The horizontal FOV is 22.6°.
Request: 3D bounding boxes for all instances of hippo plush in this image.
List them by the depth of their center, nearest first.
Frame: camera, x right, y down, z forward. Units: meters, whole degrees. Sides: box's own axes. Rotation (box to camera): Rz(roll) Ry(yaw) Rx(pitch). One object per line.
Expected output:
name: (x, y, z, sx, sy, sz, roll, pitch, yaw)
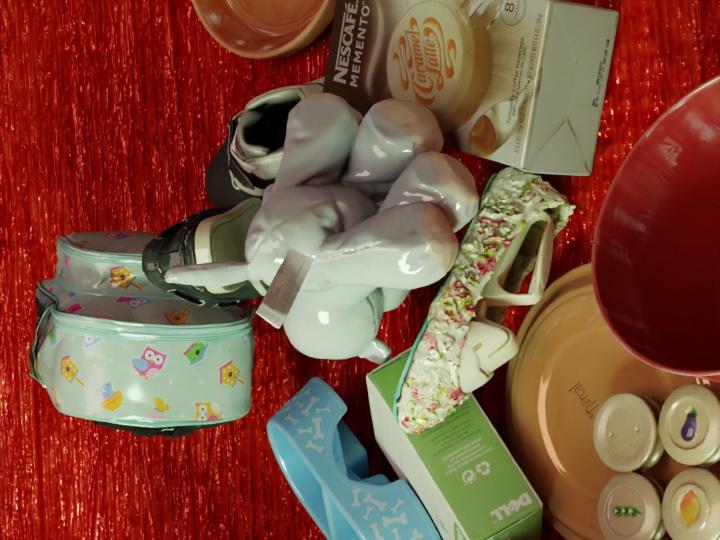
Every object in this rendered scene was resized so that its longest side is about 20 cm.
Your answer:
hippo plush: (0.000, 0.000, 1.212, 0.158, 0.201, 0.161, 20, 150, 23)

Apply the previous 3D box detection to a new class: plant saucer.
plant saucer: (0.171, 0.093, 1.188, 0.199, 0.032, 0.203, 2, 92, 46)
plant saucer: (-0.069, -0.269, 1.425, 0.199, 0.032, 0.203, 2, 93, 45)

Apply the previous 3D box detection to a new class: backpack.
backpack: (-0.167, 0.049, 1.408, 0.200, 0.174, 0.155, -130, 47, -68)

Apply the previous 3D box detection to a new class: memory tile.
memory tile: (0.221, 0.144, 1.079, 0.199, 0.017, 0.155, -8, 78, 46)

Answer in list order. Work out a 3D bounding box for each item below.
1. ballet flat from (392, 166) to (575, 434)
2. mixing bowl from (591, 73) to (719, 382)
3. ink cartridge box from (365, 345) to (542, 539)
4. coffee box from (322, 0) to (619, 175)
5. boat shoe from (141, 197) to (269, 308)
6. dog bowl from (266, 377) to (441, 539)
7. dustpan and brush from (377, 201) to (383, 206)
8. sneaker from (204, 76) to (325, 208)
ballet flat: (0.085, 0.021, 1.203, 0.063, 0.076, 0.202, 17, 75, 27)
mixing bowl: (0.244, -0.011, 1.041, 0.199, 0.108, 0.202, -25, 49, 32)
ink cartridge box: (0.078, 0.158, 1.242, 0.201, 0.059, 0.104, 57, 167, 28)
coffee box: (0.071, -0.142, 1.253, 0.199, 0.079, 0.116, 18, 103, 43)
boat shoe: (-0.106, -0.009, 1.309, 0.065, 0.199, 0.075, -9, 95, 13)
dog bowl: (-0.005, 0.169, 1.327, 0.200, 0.049, 0.112, 51, 161, 35)
dustpan and brush: (-0.022, -0.045, 1.358, 0.140, 0.057, 0.200, 44, 138, -8)
sneaker: (-0.077, -0.102, 1.404, 0.199, 0.088, 0.075, -31, 72, 44)
